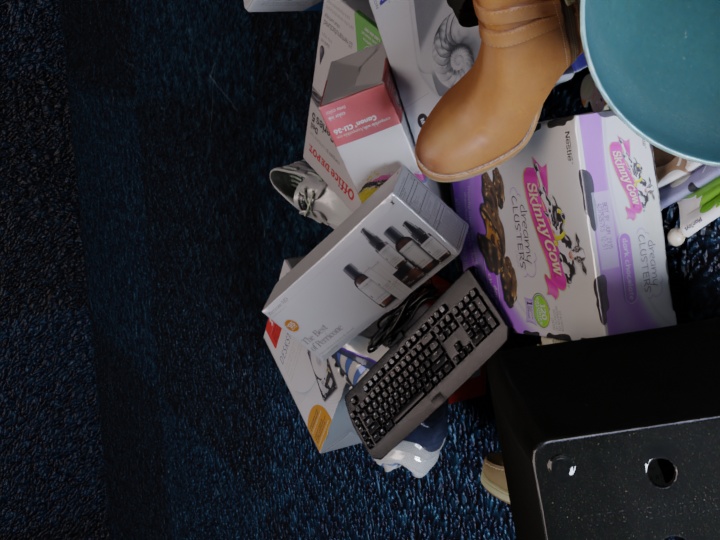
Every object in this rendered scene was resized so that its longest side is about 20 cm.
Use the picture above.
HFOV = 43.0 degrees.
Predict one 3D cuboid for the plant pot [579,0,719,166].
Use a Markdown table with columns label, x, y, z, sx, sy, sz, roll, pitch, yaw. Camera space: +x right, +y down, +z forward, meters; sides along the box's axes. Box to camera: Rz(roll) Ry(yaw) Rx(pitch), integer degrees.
| label | x | y | z | sx | sy | sz | roll | pitch | yaw |
| --- | --- | --- | --- | --- | --- | --- | --- | --- | --- |
| plant pot | 0.221 | -0.180 | 0.511 | 0.136 | 0.197 | 0.202 | -77 | 3 | -50 |

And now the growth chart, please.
| label | x | y | z | sx | sy | sz | roll | pitch | yaw |
| --- | --- | --- | --- | --- | --- | --- | --- | --- | --- |
| growth chart | 0.224 | -0.120 | 0.673 | 0.145 | 0.018 | 0.202 | -56 | 49 | 53 |

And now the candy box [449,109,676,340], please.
| label | x | y | z | sx | sy | sz | roll | pitch | yaw |
| --- | --- | --- | --- | --- | --- | --- | --- | --- | --- |
| candy box | 0.155 | -0.035 | 0.750 | 0.200 | 0.071 | 0.170 | -179 | 79 | -67 |

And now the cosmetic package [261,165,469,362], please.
| label | x | y | z | sx | sy | sz | roll | pitch | yaw |
| --- | --- | --- | --- | --- | --- | --- | --- | --- | --- |
| cosmetic package | 0.000 | 0.000 | 0.832 | 0.082 | 0.051 | 0.200 | 41 | 128 | -11 |

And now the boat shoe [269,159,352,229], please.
| label | x | y | z | sx | sy | sz | roll | pitch | yaw |
| --- | --- | --- | --- | --- | --- | --- | --- | --- | --- |
| boat shoe | -0.053 | -0.088 | 1.149 | 0.200 | 0.066 | 0.075 | 31 | 125 | 55 |

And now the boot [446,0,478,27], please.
| label | x | y | z | sx | sy | sz | roll | pitch | yaw |
| --- | --- | --- | --- | --- | --- | --- | --- | --- | --- |
| boot | 0.073 | -0.285 | 0.619 | 0.159 | 0.079 | 0.211 | 65 | 158 | 13 |

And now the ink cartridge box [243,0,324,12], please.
| label | x | y | z | sx | sy | sz | roll | pitch | yaw |
| --- | --- | --- | --- | --- | --- | --- | --- | --- | --- |
| ink cartridge box | -0.030 | -0.352 | 0.944 | 0.200 | 0.143 | 0.085 | -28 | 73 | 61 |

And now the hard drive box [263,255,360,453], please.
| label | x | y | z | sx | sy | sz | roll | pitch | yaw |
| --- | --- | --- | --- | --- | --- | --- | --- | --- | --- |
| hard drive box | -0.043 | 0.104 | 1.180 | 0.201 | 0.076 | 0.157 | 59 | 144 | 36 |

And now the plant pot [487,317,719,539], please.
| label | x | y | z | sx | sy | sz | roll | pitch | yaw |
| --- | --- | --- | --- | --- | --- | --- | --- | --- | --- |
| plant pot | 0.185 | 0.146 | 0.565 | 0.177 | 0.197 | 0.202 | -9 | -91 | -78 |

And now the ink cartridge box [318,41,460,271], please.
| label | x | y | z | sx | sy | sz | roll | pitch | yaw |
| --- | --- | --- | --- | --- | --- | --- | --- | --- | --- |
| ink cartridge box | 0.033 | -0.098 | 0.860 | 0.117 | 0.067 | 0.202 | -81 | -30 | -58 |

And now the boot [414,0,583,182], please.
| label | x | y | z | sx | sy | sz | roll | pitch | yaw |
| --- | --- | --- | --- | --- | --- | --- | --- | --- | --- |
| boot | 0.095 | -0.153 | 0.611 | 0.200 | 0.154 | 0.074 | -42 | 66 | 9 |

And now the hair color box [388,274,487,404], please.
| label | x | y | z | sx | sy | sz | roll | pitch | yaw |
| --- | --- | --- | --- | --- | --- | --- | --- | --- | --- |
| hair color box | 0.058 | 0.055 | 0.991 | 0.200 | 0.061 | 0.103 | 34 | 127 | 53 |

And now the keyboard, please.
| label | x | y | z | sx | sy | sz | roll | pitch | yaw |
| --- | --- | --- | --- | --- | --- | --- | --- | --- | --- |
| keyboard | 0.041 | 0.078 | 0.825 | 0.200 | 0.039 | 0.105 | -49 | 55 | 29 |

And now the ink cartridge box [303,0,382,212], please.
| label | x | y | z | sx | sy | sz | roll | pitch | yaw |
| --- | --- | --- | --- | --- | --- | --- | --- | --- | --- |
| ink cartridge box | 0.014 | -0.178 | 0.977 | 0.146 | 0.083 | 0.202 | 49 | 139 | 44 |

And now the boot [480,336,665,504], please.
| label | x | y | z | sx | sy | sz | roll | pitch | yaw |
| --- | --- | --- | --- | --- | --- | --- | --- | --- | --- |
| boot | 0.172 | 0.127 | 0.788 | 0.199 | 0.071 | 0.157 | -7 | 93 | 57 |

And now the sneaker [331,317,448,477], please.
| label | x | y | z | sx | sy | sz | roll | pitch | yaw |
| --- | --- | --- | --- | --- | --- | --- | --- | --- | --- |
| sneaker | 0.013 | 0.131 | 0.944 | 0.199 | 0.080 | 0.149 | 24 | 113 | 50 |

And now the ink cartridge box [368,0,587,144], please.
| label | x | y | z | sx | sy | sz | roll | pitch | yaw |
| --- | --- | --- | --- | --- | --- | --- | --- | --- | --- |
| ink cartridge box | 0.091 | -0.225 | 0.737 | 0.199 | 0.040 | 0.202 | -25 | 81 | 47 |
